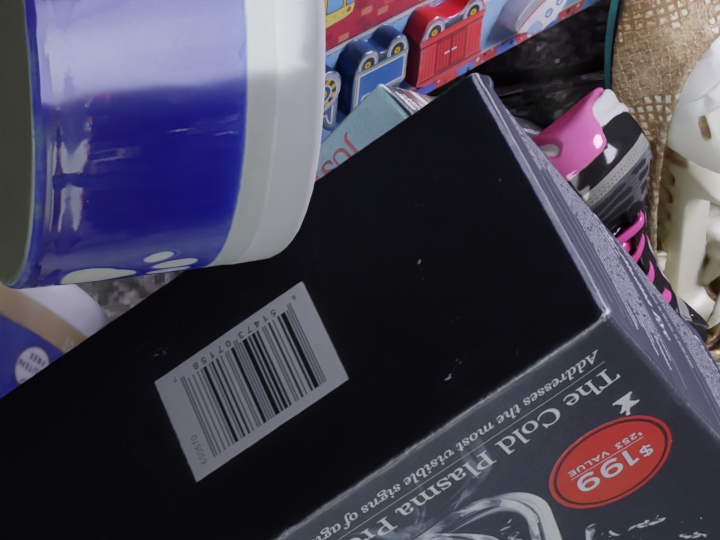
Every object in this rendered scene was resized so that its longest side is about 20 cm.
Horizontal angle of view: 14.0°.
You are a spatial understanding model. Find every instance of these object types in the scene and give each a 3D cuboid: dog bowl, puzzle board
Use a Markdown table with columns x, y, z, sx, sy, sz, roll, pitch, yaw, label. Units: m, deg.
| x | y | z | sx | sy | sz | roll | pitch | yaw | label |
| --- | --- | --- | --- | --- | --- | --- | --- | --- | --- |
| -0.075 | -0.097 | 0.815 | 0.078 | 0.201 | 0.201 | -9 | 135 | -16 | dog bowl |
| 0.029 | -0.115 | 0.928 | 0.200 | 0.017 | 0.151 | -30 | 144 | -33 | puzzle board |

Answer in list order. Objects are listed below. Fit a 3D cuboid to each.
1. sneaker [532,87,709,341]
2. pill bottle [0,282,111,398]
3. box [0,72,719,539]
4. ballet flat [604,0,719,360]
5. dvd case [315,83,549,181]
| x | y | z | sx | sy | sz | roll | pitch | yaw | label |
| --- | --- | --- | --- | --- | --- | --- | --- | --- | --- |
| 0.082 | 0.007 | 1.015 | 0.074 | 0.088 | 0.200 | -37 | 164 | -14 | sneaker |
| -0.169 | 0.085 | 0.937 | 0.120 | 0.119 | 0.201 | 36 | 71 | -44 | pill bottle |
| 0.013 | 0.070 | 0.907 | 0.200 | 0.104 | 0.182 | -34 | 142 | 10 | box |
| 0.125 | -0.043 | 1.060 | 0.070 | 0.065 | 0.201 | -39 | 147 | -27 | ballet flat |
| 0.000 | 0.000 | 1.006 | 0.146 | 0.022 | 0.200 | -45 | 165 | 15 | dvd case |
